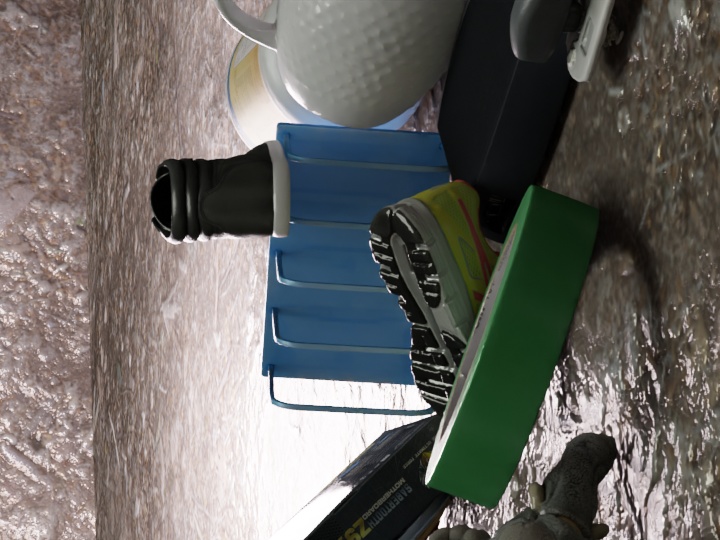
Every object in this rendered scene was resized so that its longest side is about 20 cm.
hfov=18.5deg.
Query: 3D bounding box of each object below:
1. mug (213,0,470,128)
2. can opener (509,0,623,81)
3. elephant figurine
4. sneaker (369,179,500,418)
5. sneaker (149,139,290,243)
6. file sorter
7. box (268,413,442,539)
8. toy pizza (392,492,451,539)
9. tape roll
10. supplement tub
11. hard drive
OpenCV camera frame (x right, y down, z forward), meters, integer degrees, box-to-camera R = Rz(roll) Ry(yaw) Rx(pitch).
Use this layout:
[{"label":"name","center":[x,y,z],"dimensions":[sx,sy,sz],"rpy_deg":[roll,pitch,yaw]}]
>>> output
[{"label":"mug","center":[-0.012,-0.207,1.611],"dimensions":[0.148,0.198,0.176],"rpy_deg":[-96,25,-53]},{"label":"can opener","center":[0.146,-0.203,1.347],"dimensions":[0.053,0.066,0.201],"rpy_deg":[-107,28,-51]},{"label":"elephant figurine","center":[0.099,0.196,1.310],"dimensions":[0.200,0.154,0.143],"rpy_deg":[-40,-70,-81]},{"label":"sneaker","center":[0.079,0.027,1.543],"dimensions":[0.078,0.090,0.201],"rpy_deg":[10,127,44]},{"label":"sneaker","center":[-0.106,-0.060,1.627],"dimensions":[0.200,0.098,0.071],"rpy_deg":[-133,44,-81]},{"label":"file sorter","center":[0.000,0.000,1.681],"dimensions":[0.123,0.137,0.202],"rpy_deg":[-108,22,-77]},{"label":"box","center":[-0.016,0.198,1.692],"dimensions":[0.051,0.200,0.158],"rpy_deg":[50,162,-4]},{"label":"toy pizza","center":[0.001,0.240,1.694],"dimensions":[0.032,0.200,0.200],"rpy_deg":[48,160,-1]},{"label":"tape roll","center":[0.095,0.048,1.393],"dimensions":[0.200,0.048,0.202],"rpy_deg":[19,-90,-89]},{"label":"supplement tub","center":[-0.024,-0.165,1.804],"dimensions":[0.200,0.143,0.146],"rpy_deg":[154,116,-72]},{"label":"hard drive","center":[0.099,-0.130,1.540],"dimensions":[0.201,0.042,0.136],"rpy_deg":[107,158,-45]}]
